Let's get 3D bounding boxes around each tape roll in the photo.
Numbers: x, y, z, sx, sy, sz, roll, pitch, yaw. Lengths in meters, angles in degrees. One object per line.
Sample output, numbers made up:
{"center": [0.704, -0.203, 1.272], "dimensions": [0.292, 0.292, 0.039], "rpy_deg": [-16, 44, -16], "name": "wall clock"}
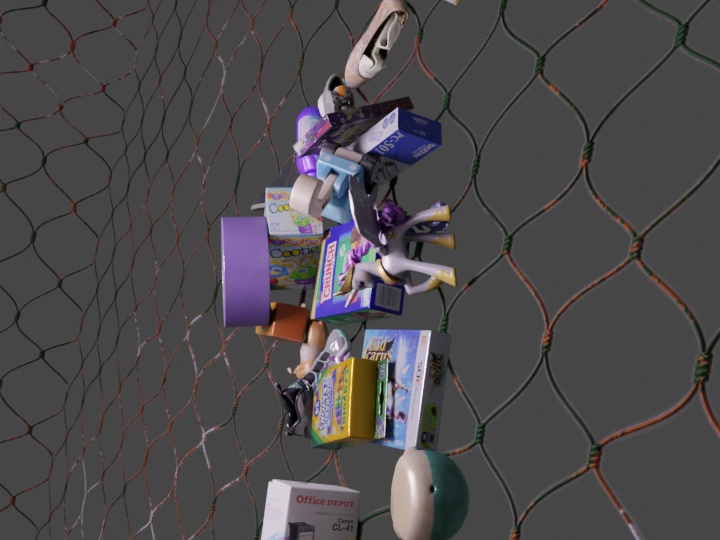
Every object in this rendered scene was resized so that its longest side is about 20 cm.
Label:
{"center": [-0.214, 0.002, 1.737], "dimensions": [0.200, 0.083, 0.205], "rpy_deg": [179, 90, -80], "name": "tape roll"}

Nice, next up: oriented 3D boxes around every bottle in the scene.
{"center": [-0.087, -0.223, 1.866], "dimensions": [0.065, 0.082, 0.204], "rpy_deg": [-33, 51, 50], "name": "bottle"}

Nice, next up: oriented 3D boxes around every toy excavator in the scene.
{"center": [-0.049, -0.127, 1.540], "dimensions": [0.196, 0.098, 0.202], "rpy_deg": [91, -157, -54], "name": "toy excavator"}

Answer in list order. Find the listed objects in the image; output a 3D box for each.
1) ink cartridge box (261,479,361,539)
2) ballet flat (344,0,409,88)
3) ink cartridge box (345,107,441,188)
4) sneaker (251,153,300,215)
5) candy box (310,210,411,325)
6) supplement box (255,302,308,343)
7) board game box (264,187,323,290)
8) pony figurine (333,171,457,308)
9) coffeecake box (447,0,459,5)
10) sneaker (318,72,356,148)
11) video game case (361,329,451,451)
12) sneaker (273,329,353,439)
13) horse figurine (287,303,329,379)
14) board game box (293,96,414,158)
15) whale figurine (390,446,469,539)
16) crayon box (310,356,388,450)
{"center": [-0.086, 0.457, 1.543], "dimensions": [0.085, 0.145, 0.205], "rpy_deg": [-6, 75, 58], "name": "ink cartridge box"}
{"center": [0.031, -0.419, 1.758], "dimensions": [0.202, 0.067, 0.068], "rpy_deg": [-62, 40, 28], "name": "ballet flat"}
{"center": [0.046, -0.208, 1.620], "dimensions": [0.199, 0.092, 0.045], "rpy_deg": [-29, 54, 52], "name": "ink cartridge box"}
{"center": [-0.158, -0.177, 1.995], "dimensions": [0.198, 0.074, 0.109], "rpy_deg": [-11, 65, 49], "name": "sneaker"}
{"center": [0.000, 0.000, 1.637], "dimensions": [0.199, 0.076, 0.173], "rpy_deg": [-16, 63, 58], "name": "candy box"}
{"center": [-0.154, 0.100, 1.809], "dimensions": [0.200, 0.067, 0.068], "rpy_deg": [165, 117, -76], "name": "supplement box"}
{"center": [-0.132, -0.058, 1.789], "dimensions": [0.201, 0.102, 0.105], "rpy_deg": [103, 163, -58], "name": "board game box"}
{"center": [0.047, -0.047, 1.459], "dimensions": [0.167, 0.195, 0.198], "rpy_deg": [40, -135, -74], "name": "pony figurine"}
{"center": [0.148, -0.548, 1.513], "dimensions": [0.200, 0.151, 0.074], "rpy_deg": [-45, 42, 43], "name": "coffeecake box"}
{"center": [-0.040, -0.302, 1.809], "dimensions": [0.080, 0.072, 0.203], "rpy_deg": [107, 155, -45], "name": "sneaker"}
{"center": [0.061, 0.188, 1.494], "dimensions": [0.199, 0.045, 0.185], "rpy_deg": [-6, 73, 59], "name": "video game case"}
{"center": [-0.090, 0.197, 1.653], "dimensions": [0.077, 0.138, 0.205], "rpy_deg": [-8, 72, 58], "name": "sneaker"}
{"center": [-0.092, 0.144, 1.772], "dimensions": [0.132, 0.049, 0.204], "rpy_deg": [-141, 64, -66], "name": "horse figurine"}
{"center": [-0.011, -0.251, 1.643], "dimensions": [0.119, 0.198, 0.033], "rpy_deg": [-27, 85, 51], "name": "board game box"}
{"center": [0.096, 0.335, 1.351], "dimensions": [0.201, 0.101, 0.162], "rpy_deg": [108, 161, -63], "name": "whale figurine"}
{"center": [-0.021, 0.217, 1.529], "dimensions": [0.199, 0.051, 0.129], "rpy_deg": [148, 129, -60], "name": "crayon box"}
